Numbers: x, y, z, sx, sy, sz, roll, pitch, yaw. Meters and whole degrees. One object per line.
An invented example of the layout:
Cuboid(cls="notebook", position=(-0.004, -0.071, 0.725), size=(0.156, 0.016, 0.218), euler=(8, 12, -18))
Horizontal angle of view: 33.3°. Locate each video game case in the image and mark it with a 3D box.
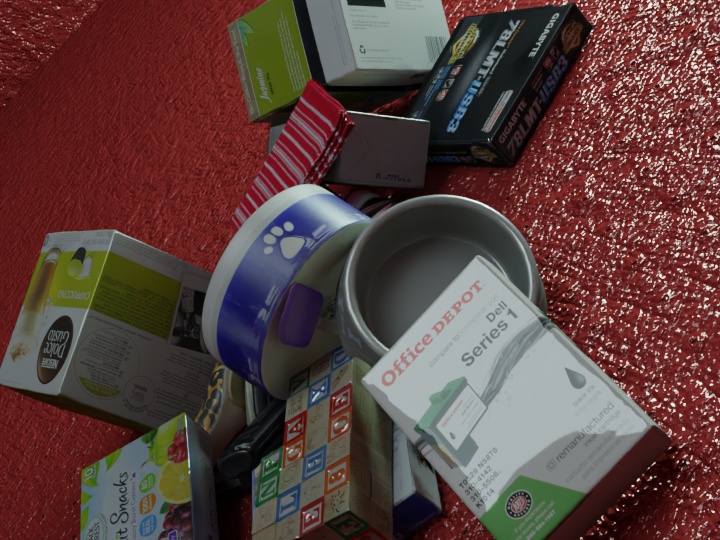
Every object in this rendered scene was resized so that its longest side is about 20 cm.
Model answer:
Cuboid(cls="video game case", position=(-0.019, 0.202, 1.140), size=(0.199, 0.045, 0.182), euler=(-38, 32, 21))

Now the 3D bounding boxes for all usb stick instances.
Cuboid(cls="usb stick", position=(-0.083, 0.150, 1.215), size=(0.055, 0.033, 0.200), euler=(-29, 7, 28))

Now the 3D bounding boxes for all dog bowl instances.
Cuboid(cls="dog bowl", position=(0.072, 0.021, 1.088), size=(0.197, 0.059, 0.202), euler=(-1, 64, 2))
Cuboid(cls="dog bowl", position=(-0.059, 0.023, 1.182), size=(0.078, 0.200, 0.201), euler=(31, 80, 27))

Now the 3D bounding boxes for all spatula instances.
Cuboid(cls="spatula", position=(-0.011, 0.059, 1.153), size=(0.020, 0.199, 0.057), euler=(16, 86, 43))

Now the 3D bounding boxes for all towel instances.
Cuboid(cls="towel", position=(-0.081, -0.108, 1.334), size=(0.201, 0.022, 0.145), euler=(-58, 28, 13))

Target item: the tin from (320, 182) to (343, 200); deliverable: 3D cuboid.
Cuboid(cls="tin", position=(-0.071, -0.045, 1.379), size=(0.112, 0.042, 0.200), euler=(-53, 13, -4))

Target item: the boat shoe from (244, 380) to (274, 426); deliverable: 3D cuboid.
Cuboid(cls="boat shoe", position=(-0.096, 0.110, 1.324), size=(0.062, 0.073, 0.201), euler=(1, 44, -5))

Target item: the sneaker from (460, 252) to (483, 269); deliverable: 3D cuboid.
Cuboid(cls="sneaker", position=(0.083, 0.042, 1.150), size=(0.115, 0.080, 0.201), euler=(-34, 31, 29))

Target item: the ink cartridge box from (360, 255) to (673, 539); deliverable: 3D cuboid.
Cuboid(cls="ink cartridge box", position=(0.117, 0.110, 0.940), size=(0.146, 0.084, 0.200), euler=(-47, 60, 5))

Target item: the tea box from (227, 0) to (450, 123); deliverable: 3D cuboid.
Cuboid(cls="tea box", position=(-0.023, -0.278, 1.508), size=(0.196, 0.199, 0.135), euler=(-18, 85, 43))

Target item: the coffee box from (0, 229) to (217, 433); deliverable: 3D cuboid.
Cuboid(cls="coffee box", position=(-0.284, 0.081, 1.445), size=(0.199, 0.199, 0.200), euler=(0, 69, 53))

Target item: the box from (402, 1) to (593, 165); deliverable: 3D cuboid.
Cuboid(cls="box", position=(0.145, -0.212, 1.391), size=(0.198, 0.050, 0.201), euler=(8, 63, 57))

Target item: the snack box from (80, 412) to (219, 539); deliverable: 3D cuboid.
Cuboid(cls="snack box", position=(-0.215, 0.260, 1.220), size=(0.141, 0.053, 0.201), euler=(-31, 39, 14))

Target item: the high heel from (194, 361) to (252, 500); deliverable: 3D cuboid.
Cuboid(cls="high heel", position=(-0.185, 0.178, 1.360), size=(0.142, 0.071, 0.202), euler=(-25, 46, 26))

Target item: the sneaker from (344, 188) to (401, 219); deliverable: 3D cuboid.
Cuboid(cls="sneaker", position=(0.000, 0.000, 1.319), size=(0.086, 0.080, 0.202), euler=(8, 69, 35))

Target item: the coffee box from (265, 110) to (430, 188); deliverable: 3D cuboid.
Cuboid(cls="coffee box", position=(-0.020, -0.141, 1.409), size=(0.199, 0.113, 0.081), euler=(10, 96, 60))

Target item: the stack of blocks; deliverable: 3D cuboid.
Cuboid(cls="stack of blocks", position=(-0.032, 0.172, 1.086), size=(0.115, 0.059, 0.201), euler=(-33, 33, 27))
